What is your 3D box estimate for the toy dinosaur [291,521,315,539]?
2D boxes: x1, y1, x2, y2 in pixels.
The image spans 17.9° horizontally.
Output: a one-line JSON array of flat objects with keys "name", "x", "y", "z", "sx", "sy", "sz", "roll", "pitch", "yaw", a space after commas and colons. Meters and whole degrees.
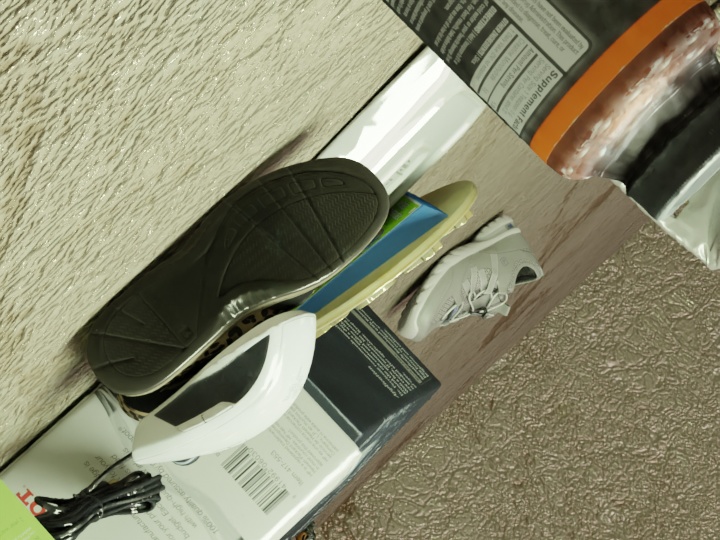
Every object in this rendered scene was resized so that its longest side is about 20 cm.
[{"name": "toy dinosaur", "x": -0.089, "y": 0.350, "z": 2.733, "sx": 0.102, "sy": 0.136, "sz": 0.200, "roll": -31, "pitch": 132, "yaw": 9}]

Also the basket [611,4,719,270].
[{"name": "basket", "x": 0.382, "y": -0.150, "z": 2.403, "sx": 0.161, "sy": 0.198, "sz": 0.200, "roll": -44, "pitch": 173, "yaw": -37}]

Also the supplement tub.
[{"name": "supplement tub", "x": 0.093, "y": -0.117, "z": 1.061, "sx": 0.107, "sy": 0.200, "sz": 0.107, "roll": -44, "pitch": 173, "yaw": -7}]

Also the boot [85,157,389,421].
[{"name": "boot", "x": -0.074, "y": 0.018, "z": 1.364, "sx": 0.200, "sy": 0.073, "sz": 0.151, "roll": -39, "pitch": 170, "yaw": -12}]

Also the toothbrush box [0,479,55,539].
[{"name": "toothbrush box", "x": -0.205, "y": 0.230, "z": 1.321, "sx": 0.086, "sy": 0.200, "sz": 0.146, "roll": -38, "pitch": 171, "yaw": -41}]

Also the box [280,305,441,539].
[{"name": "box", "x": -0.062, "y": 0.138, "z": 1.889, "sx": 0.197, "sy": 0.117, "sz": 0.200, "roll": -48, "pitch": 170, "yaw": 21}]

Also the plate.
[{"name": "plate", "x": 0.016, "y": -0.074, "z": 1.505, "sx": 0.200, "sy": 0.032, "sz": 0.200, "roll": -45, "pitch": 173, "yaw": 6}]

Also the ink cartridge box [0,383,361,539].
[{"name": "ink cartridge box", "x": -0.122, "y": 0.137, "z": 1.456, "sx": 0.200, "sy": 0.146, "sz": 0.086, "roll": -42, "pitch": 173, "yaw": -16}]

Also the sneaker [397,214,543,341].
[{"name": "sneaker", "x": 0.115, "y": 0.018, "z": 2.295, "sx": 0.200, "sy": 0.082, "sz": 0.075, "roll": -39, "pitch": 170, "yaw": -38}]

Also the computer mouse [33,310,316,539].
[{"name": "computer mouse", "x": -0.096, "y": 0.096, "z": 1.331, "sx": 0.200, "sy": 0.044, "sz": 0.110, "roll": -39, "pitch": 165, "yaw": 20}]

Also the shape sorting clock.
[{"name": "shape sorting clock", "x": 0.000, "y": 0.000, "z": 1.593, "sx": 0.200, "sy": 0.039, "sz": 0.200, "roll": -38, "pitch": -170, "yaw": 8}]
